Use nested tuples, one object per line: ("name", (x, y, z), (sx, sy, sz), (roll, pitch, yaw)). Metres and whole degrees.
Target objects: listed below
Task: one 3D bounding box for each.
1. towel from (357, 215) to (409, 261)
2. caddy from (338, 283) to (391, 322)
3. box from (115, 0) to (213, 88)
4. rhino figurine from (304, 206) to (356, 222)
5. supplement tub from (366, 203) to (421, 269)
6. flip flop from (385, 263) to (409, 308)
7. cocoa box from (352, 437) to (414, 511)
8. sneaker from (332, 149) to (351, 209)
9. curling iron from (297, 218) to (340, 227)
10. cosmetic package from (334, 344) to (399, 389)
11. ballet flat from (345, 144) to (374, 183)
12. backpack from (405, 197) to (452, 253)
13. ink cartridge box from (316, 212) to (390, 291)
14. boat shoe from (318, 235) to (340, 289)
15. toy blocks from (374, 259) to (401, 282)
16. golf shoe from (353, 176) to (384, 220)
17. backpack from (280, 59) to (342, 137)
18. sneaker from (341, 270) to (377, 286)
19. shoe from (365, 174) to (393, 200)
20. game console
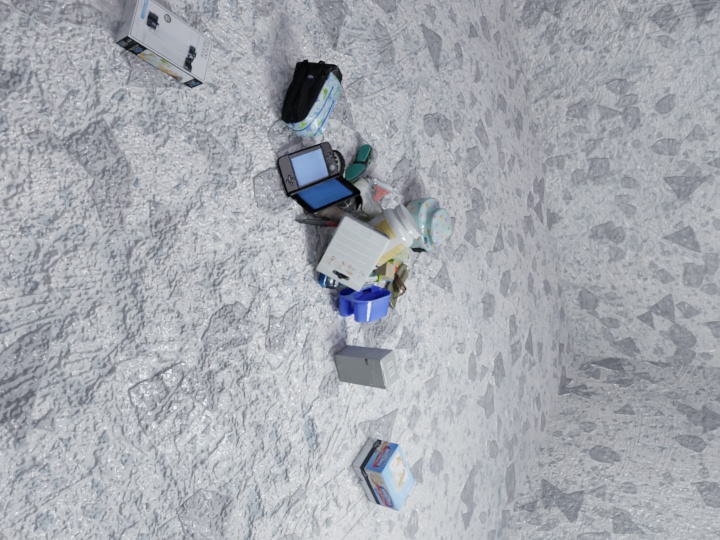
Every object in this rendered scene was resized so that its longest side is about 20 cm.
("towel", (0.079, -0.115, 1.788), (0.036, 0.198, 0.150), (128, -31, -78))
("caddy", (0.015, 0.097, 1.703), (0.199, 0.141, 0.106), (-14, 113, -51))
("box", (-0.449, -0.531, 1.189), (0.200, 0.060, 0.118), (23, 72, -50))
("rhino figurine", (-0.082, -0.173, 1.633), (0.199, 0.087, 0.060), (22, 73, -49))
("supplement tub", (0.082, -0.112, 1.662), (0.146, 0.199, 0.146), (51, 16, -21))
("flip flop", (0.152, 0.056, 1.954), (0.081, 0.057, 0.201), (57, 48, -34))
("cocoa box", (0.085, 0.718, 1.803), (0.133, 0.131, 0.201), (-45, 123, -42))
("sneaker", (-0.080, -0.293, 1.667), (0.073, 0.080, 0.202), (-8, 83, -9))
("curling iron", (-0.097, -0.136, 1.583), (0.199, 0.026, 0.050), (10, 109, -20))
("cosmetic package", (0.019, 0.313, 1.670), (0.090, 0.199, 0.108), (-28, 109, -50))
("ballet flat", (0.001, -0.349, 1.756), (0.074, 0.074, 0.201), (55, 49, -36))
("backpack", (0.265, -0.190, 2.033), (0.176, 0.153, 0.201), (-37, 111, -40))
("ink cartridge box", (-0.024, -0.055, 1.585), (0.159, 0.201, 0.047), (27, 21, -10))
("boat shoe", (-0.078, -0.036, 1.652), (0.068, 0.084, 0.201), (24, 84, -29))
("toy blocks", (0.106, -0.044, 1.884), (0.137, 0.099, 0.202), (24, 71, -61))
("golf shoe", (0.019, -0.208, 1.704), (0.097, 0.078, 0.201), (-40, 120, -30))
("backpack", (-0.150, -0.495, 1.503), (0.201, 0.162, 0.154), (-64, 150, -20))
("sneaker", (0.000, 0.000, 1.733), (0.200, 0.077, 0.092), (-13, 98, -65))
("shoe", (0.050, -0.280, 1.828), (0.091, 0.071, 0.200), (-62, 161, 10))
("game console", (-0.122, -0.281, 1.526), (0.199, 0.116, 0.177), (-27, 111, -33))
